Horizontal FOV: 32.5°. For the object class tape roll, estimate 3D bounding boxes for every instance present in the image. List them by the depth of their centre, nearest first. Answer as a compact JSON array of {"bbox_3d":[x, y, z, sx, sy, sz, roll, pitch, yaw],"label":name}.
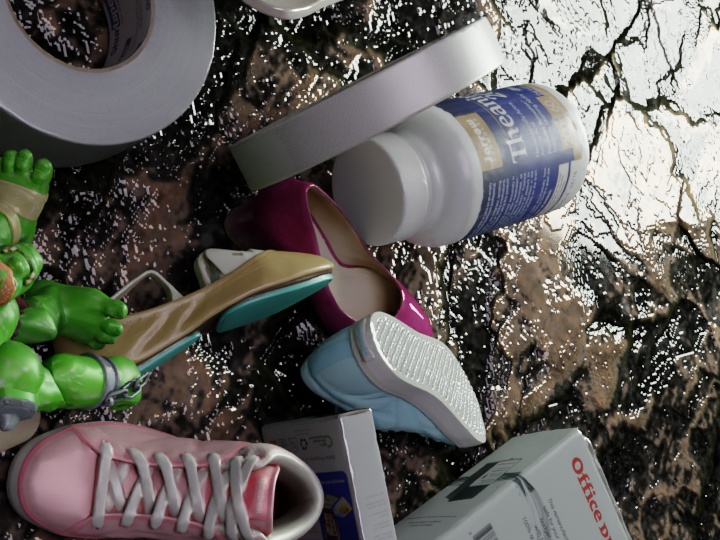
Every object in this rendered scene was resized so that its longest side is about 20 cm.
[{"bbox_3d":[-0.196,-0.171,0.807,0.200,0.066,0.201,10,73,-36],"label":"tape roll"},{"bbox_3d":[0.004,-0.117,0.866,0.203,0.203,0.037,-33,100,-38],"label":"tape roll"}]

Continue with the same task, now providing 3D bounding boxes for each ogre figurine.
[{"bbox_3d":[-0.207,0.011,0.700,0.120,0.098,0.200,-49,126,-63],"label":"ogre figurine"}]

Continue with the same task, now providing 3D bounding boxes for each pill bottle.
[{"bbox_3d":[0.078,-0.081,0.973,0.200,0.111,0.111,-18,91,-39],"label":"pill bottle"}]

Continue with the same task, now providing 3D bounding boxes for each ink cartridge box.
[{"bbox_3d":[-0.013,0.199,0.851,0.037,0.095,0.200,-6,84,-39],"label":"ink cartridge box"},{"bbox_3d":[0.113,0.231,0.951,0.200,0.083,0.147,-28,97,-38],"label":"ink cartridge box"}]

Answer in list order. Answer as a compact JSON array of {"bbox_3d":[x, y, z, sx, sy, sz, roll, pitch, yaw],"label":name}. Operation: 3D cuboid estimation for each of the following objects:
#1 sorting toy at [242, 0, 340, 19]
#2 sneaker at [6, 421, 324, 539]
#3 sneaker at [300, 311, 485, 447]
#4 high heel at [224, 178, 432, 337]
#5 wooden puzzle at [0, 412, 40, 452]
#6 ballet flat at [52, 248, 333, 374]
[{"bbox_3d":[-0.075,-0.245,0.848,0.200,0.107,0.180,50,25,-18],"label":"sorting toy"},{"bbox_3d":[-0.113,0.136,0.782,0.200,0.105,0.076,15,73,-34],"label":"sneaker"},{"bbox_3d":[0.025,0.091,0.932,0.200,0.082,0.074,41,33,-48],"label":"sneaker"},{"bbox_3d":[0.000,0.000,0.904,0.200,0.096,0.067,41,58,-24],"label":"high heel"},{"bbox_3d":[-0.284,0.031,0.698,0.185,0.037,0.200,-22,95,-48],"label":"wooden puzzle"},{"bbox_3d":[-0.110,0.019,0.817,0.200,0.069,0.063,-27,82,-25],"label":"ballet flat"}]
